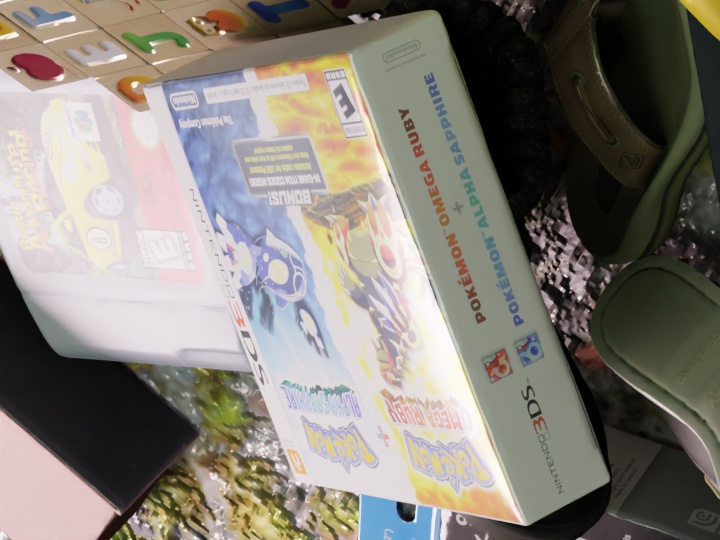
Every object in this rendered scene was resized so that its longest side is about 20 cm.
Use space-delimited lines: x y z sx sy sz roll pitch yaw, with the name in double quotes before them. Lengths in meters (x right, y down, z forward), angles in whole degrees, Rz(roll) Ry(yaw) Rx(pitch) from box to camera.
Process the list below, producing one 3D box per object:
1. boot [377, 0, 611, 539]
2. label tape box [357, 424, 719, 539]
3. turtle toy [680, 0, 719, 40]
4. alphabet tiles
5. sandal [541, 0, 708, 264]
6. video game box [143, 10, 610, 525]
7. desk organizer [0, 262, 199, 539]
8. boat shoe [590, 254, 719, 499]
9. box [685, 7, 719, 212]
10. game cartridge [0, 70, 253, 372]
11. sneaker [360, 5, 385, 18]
"boot" 0.051 0.003 1.028 0.211 0.079 0.158 56 153 8
"label tape box" 0.077 0.136 1.157 0.199 0.066 0.144 17 126 20
"turtle toy" 0.109 -0.155 0.825 0.146 0.101 0.200 44 142 -15
"alphabet tiles" -0.090 -0.113 1.029 0.199 0.006 0.166 -9 151 34
"sandal" 0.098 -0.068 0.981 0.057 0.080 0.201 -8 143 -13
"video game box" 0.000 0.000 0.977 0.200 0.047 0.183 0 115 64
"desk organizer" -0.188 0.055 1.264 0.200 0.072 0.077 41 133 3
"boat shoe" 0.167 0.066 1.004 0.072 0.201 0.061 -46 134 8
"box" 0.228 -0.037 0.851 0.200 0.104 0.183 -16 79 37
"game cartridge" -0.118 -0.046 1.183 0.133 0.041 0.201 5 120 34
"sneaker" 0.034 -0.152 1.011 0.200 0.073 0.072 -9 122 50
